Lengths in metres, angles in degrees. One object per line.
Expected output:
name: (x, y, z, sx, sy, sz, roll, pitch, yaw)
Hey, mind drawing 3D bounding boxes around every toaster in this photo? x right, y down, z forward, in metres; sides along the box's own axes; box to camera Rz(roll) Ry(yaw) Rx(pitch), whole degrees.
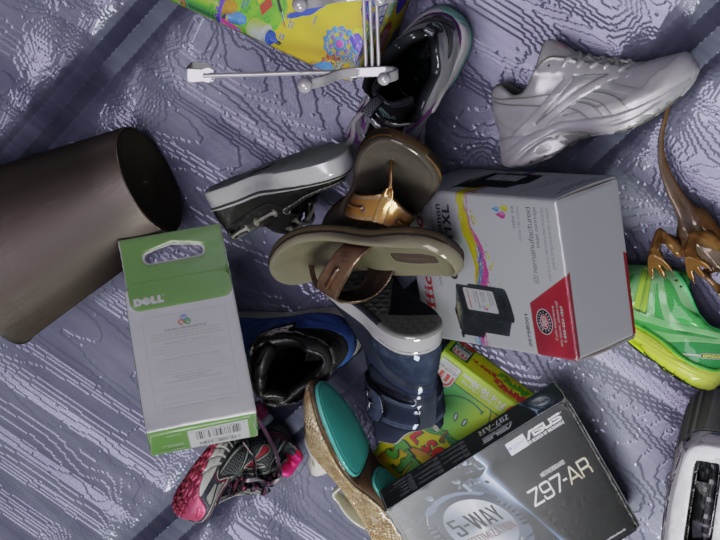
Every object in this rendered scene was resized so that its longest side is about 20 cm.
toaster: (0.334, 0.196, 1.543, 0.112, 0.129, 0.202, 11, 109, 14)

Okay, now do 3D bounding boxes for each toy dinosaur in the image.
toy dinosaur: (0.295, -0.040, 1.522, 0.201, 0.106, 0.060, 52, 138, -6)

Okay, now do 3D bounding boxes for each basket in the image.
basket: (-0.287, -0.048, 1.682, 0.199, 0.136, 0.182, -23, 85, 20)

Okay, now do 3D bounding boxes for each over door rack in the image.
over door rack: (-0.069, -0.230, 1.454, 0.198, 0.067, 0.149, 2, 106, 17)

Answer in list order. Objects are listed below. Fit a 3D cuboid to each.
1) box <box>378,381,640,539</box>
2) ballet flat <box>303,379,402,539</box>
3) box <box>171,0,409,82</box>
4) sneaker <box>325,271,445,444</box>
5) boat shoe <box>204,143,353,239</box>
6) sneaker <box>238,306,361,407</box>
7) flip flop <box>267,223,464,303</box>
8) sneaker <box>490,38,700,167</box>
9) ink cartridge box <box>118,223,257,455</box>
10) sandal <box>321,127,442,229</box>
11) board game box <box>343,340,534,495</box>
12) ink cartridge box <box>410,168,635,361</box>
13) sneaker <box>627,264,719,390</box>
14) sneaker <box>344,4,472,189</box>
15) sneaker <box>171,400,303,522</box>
box: (0.141, 0.224, 1.607, 0.199, 0.044, 0.161, -31, 110, 1)
ballet flat: (-0.011, 0.194, 1.628, 0.065, 0.071, 0.201, -24, 108, 31)
box: (-0.042, -0.306, 1.524, 0.191, 0.122, 0.201, 26, 112, 10)
sneaker: (0.018, 0.075, 1.609, 0.076, 0.202, 0.147, -17, 123, -17)
boat shoe: (-0.068, -0.071, 1.610, 0.199, 0.070, 0.064, -12, 105, 51)
sneaker: (-0.103, 0.088, 1.669, 0.198, 0.111, 0.078, -8, 103, 21)
flip flop: (0.000, 0.000, 1.524, 0.198, 0.081, 0.058, 0, 67, 30)
sneaker: (0.199, -0.164, 1.511, 0.198, 0.078, 0.100, -20, 95, 23)
ink cartridge box: (-0.163, 0.064, 1.606, 0.103, 0.059, 0.202, -10, 64, -6)
sandal: (0.012, -0.055, 1.521, 0.081, 0.055, 0.200, 24, 144, -13)
board game box: (0.075, 0.175, 1.669, 0.101, 0.048, 0.201, 35, 114, 5)
ink cartridge box: (0.139, -0.008, 1.523, 0.199, 0.082, 0.147, 7, 111, 50)
sneaker: (0.260, 0.025, 1.560, 0.199, 0.074, 0.084, 38, 89, 8)
sneaker: (0.023, -0.142, 1.540, 0.077, 0.140, 0.201, 28, 112, 8)
sneaker: (-0.114, 0.191, 1.654, 0.075, 0.200, 0.081, 41, 117, 5)
